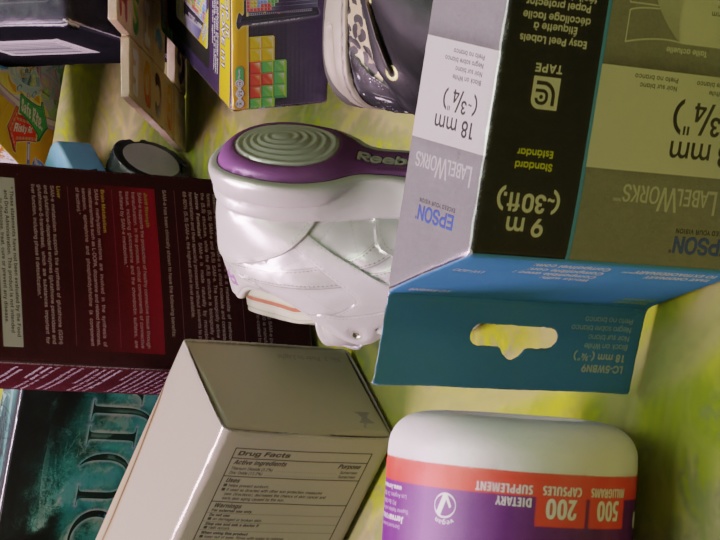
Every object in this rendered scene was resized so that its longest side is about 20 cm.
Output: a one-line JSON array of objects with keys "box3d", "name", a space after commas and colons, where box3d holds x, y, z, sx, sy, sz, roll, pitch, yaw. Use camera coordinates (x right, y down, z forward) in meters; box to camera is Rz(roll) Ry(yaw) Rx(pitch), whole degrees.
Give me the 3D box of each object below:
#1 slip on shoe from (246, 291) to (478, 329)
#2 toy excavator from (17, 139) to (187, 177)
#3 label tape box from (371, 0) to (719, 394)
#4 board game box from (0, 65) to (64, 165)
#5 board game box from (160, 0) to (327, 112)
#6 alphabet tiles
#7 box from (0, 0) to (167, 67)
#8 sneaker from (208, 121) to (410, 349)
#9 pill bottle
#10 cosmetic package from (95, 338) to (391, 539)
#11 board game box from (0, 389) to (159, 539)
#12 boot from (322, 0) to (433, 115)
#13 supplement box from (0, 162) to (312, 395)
[{"box3d": [0.000, 0.000, 1.423, 0.200, 0.074, 0.062, 8, 90, 64], "name": "slip on shoe"}, {"box3d": [-0.204, -0.030, 1.639, 0.195, 0.199, 0.100, 58, 134, 45], "name": "toy excavator"}, {"box3d": [0.093, -0.041, 1.195, 0.063, 0.143, 0.202, 20, 104, 56], "name": "label tape box"}, {"box3d": [-0.235, -0.150, 1.713, 0.034, 0.200, 0.135, -2, 66, 19], "name": "board game box"}, {"box3d": [-0.063, -0.204, 1.496, 0.165, 0.056, 0.201, -132, 39, -63], "name": "board game box"}, {"box3d": [-0.117, -0.166, 1.584, 0.200, 0.007, 0.169, 51, -141, -80], "name": "alphabet tiles"}, {"box3d": [-0.186, -0.224, 1.611, 0.197, 0.116, 0.202, 9, -100, -77], "name": "box"}, {"box3d": [0.027, -0.008, 1.308, 0.075, 0.199, 0.100, -57, -25, -54], "name": "sneaker"}, {"box3d": [0.062, 0.164, 1.252, 0.112, 0.112, 0.202, 2, 88, 59], "name": "pill bottle"}, {"box3d": [-0.073, 0.136, 1.493, 0.201, 0.103, 0.073, -64, 36, 30], "name": "cosmetic package"}, {"box3d": [-0.139, 0.100, 1.579, 0.028, 0.134, 0.202, 30, 112, 56], "name": "board game box"}, {"box3d": [0.049, -0.159, 1.329, 0.153, 0.073, 0.205, 26, 121, 48], "name": "boot"}, {"box3d": [-0.126, 0.007, 1.503, 0.061, 0.199, 0.110, -28, 62, 56], "name": "supplement box"}]
